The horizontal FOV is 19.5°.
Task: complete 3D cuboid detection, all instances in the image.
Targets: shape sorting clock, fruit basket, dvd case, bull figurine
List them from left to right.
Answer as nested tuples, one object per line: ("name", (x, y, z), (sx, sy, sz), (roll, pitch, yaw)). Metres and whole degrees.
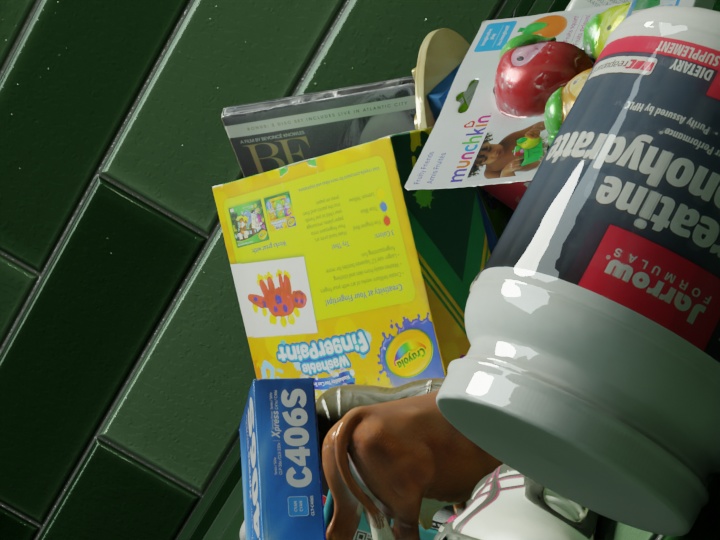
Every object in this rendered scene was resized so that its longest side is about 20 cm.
("dvd case", (-0.004, -0.049, 1.567), (0.016, 0.148, 0.200), (-77, -26, -50))
("bull figurine", (0.053, 0.113, 1.199), (0.065, 0.200, 0.122), (2, 96, 46))
("shape sorting clock", (0.081, -0.078, 1.532), (0.039, 0.200, 0.200), (-18, 24, 22))
("fruit basket", (0.141, -0.121, 1.312), (0.185, 0.199, 0.094), (-64, -35, -43))

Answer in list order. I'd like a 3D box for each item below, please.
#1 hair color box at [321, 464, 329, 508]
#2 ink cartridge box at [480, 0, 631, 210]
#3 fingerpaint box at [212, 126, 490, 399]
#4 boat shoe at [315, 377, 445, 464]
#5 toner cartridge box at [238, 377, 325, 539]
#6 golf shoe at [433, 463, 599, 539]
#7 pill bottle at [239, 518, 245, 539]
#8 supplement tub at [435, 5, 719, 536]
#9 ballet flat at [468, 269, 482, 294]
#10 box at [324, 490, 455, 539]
("hair color box", (0.024, 0.125, 1.559), (0.200, 0.101, 0.061), (-63, 2, -28))
("ink cartridge box", (0.173, -0.135, 1.469), (0.200, 0.083, 0.146), (-58, -12, 20))
("fingerpaint box", (0.000, 0.000, 1.455), (0.073, 0.167, 0.200), (-14, 0, -41))
("boat shoe", (0.049, 0.109, 1.362), (0.201, 0.066, 0.072), (1, 79, 49))
("toner cartridge box", (-0.049, 0.180, 1.368), (0.095, 0.043, 0.201), (107, 161, -63))
("golf shoe", (0.087, 0.125, 1.064), (0.088, 0.077, 0.200), (-55, 4, -3))
("pill bottle", (-0.005, 0.151, 1.650), (0.200, 0.113, 0.113), (-62, 5, -27))
("supplement tub", (0.133, -0.001, 0.920), (0.200, 0.140, 0.140), (-61, 5, -13))
("ballet flat", (0.116, 0.010, 1.254), (0.200, 0.068, 0.075), (133, 151, -54))
("box", (0.022, 0.170, 1.390), (0.200, 0.082, 0.049), (-118, 45, -85))
